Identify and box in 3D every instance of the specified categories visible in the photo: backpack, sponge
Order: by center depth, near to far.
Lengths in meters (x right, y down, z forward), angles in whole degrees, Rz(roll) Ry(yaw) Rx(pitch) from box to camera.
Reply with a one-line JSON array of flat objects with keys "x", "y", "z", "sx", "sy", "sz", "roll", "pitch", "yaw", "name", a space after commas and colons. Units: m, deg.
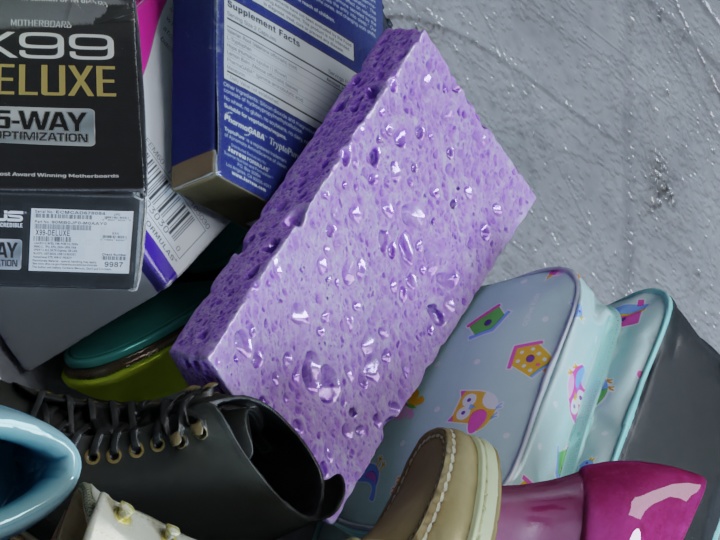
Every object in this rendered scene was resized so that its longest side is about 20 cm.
[{"x": 0.000, "y": 0.000, "z": 1.272, "sx": 0.200, "sy": 0.030, "sz": 0.112, "roll": -57, "pitch": 130, "yaw": -29, "name": "sponge"}, {"x": 0.065, "y": 0.102, "z": 1.336, "sx": 0.153, "sy": 0.200, "sz": 0.176, "roll": 37, "pitch": 54, "yaw": -23, "name": "backpack"}]

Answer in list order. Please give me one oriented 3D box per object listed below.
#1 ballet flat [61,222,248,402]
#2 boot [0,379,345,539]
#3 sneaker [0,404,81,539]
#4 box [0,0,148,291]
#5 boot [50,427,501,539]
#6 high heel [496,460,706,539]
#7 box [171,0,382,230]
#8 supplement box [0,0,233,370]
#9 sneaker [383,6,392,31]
[{"x": -0.071, "y": 0.024, "z": 1.346, "sx": 0.200, "sy": 0.066, "sz": 0.067, "roll": -51, "pitch": 128, "yaw": -54, "name": "ballet flat"}, {"x": -0.116, "y": 0.061, "z": 1.195, "sx": 0.200, "sy": 0.138, "sz": 0.078, "roll": 37, "pitch": 41, "yaw": -27, "name": "boot"}, {"x": -0.190, "y": 0.077, "z": 1.074, "sx": 0.199, "sy": 0.082, "sz": 0.074, "roll": -11, "pitch": 87, "yaw": -46, "name": "sneaker"}, {"x": -0.185, "y": -0.058, "z": 1.142, "sx": 0.199, "sy": 0.050, "sz": 0.158, "roll": 2, "pitch": 36, "yaw": -7, "name": "box"}, {"x": -0.041, "y": 0.118, "z": 1.128, "sx": 0.154, "sy": 0.072, "sz": 0.201, "roll": 32, "pitch": 64, "yaw": -10, "name": "boot"}, {"x": 0.101, "y": 0.178, "z": 1.206, "sx": 0.067, "sy": 0.096, "sz": 0.201, "roll": -100, "pitch": -174, "yaw": -70, "name": "high heel"}, {"x": -0.036, "y": -0.107, "z": 1.320, "sx": 0.121, "sy": 0.032, "sz": 0.201, "roll": 28, "pitch": 53, "yaw": -44, "name": "box"}, {"x": -0.105, "y": -0.059, "z": 1.323, "sx": 0.101, "sy": 0.103, "sz": 0.200, "roll": 53, "pitch": 37, "yaw": -10, "name": "supplement box"}, {"x": 0.007, "y": -0.131, "z": 1.531, "sx": 0.202, "sy": 0.077, "sz": 0.147, "roll": 37, "pitch": 44, "yaw": -27, "name": "sneaker"}]
